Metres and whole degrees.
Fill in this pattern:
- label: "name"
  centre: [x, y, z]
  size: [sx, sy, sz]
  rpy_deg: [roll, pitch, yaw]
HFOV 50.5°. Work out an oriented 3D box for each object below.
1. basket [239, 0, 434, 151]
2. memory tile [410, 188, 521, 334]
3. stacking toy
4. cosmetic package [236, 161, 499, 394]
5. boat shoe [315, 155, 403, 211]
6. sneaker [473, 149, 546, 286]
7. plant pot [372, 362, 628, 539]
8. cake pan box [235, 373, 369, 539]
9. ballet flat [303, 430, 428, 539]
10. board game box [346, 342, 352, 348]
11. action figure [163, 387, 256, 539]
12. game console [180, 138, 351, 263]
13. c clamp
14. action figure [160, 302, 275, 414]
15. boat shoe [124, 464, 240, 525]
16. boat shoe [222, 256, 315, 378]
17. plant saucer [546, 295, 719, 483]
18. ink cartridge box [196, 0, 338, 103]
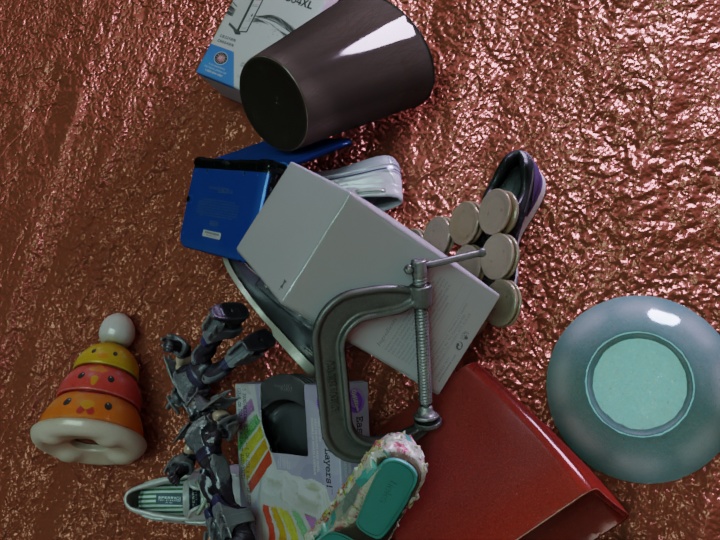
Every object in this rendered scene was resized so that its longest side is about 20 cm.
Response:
- label: "basket"
  centre: [-0.036, -0.234, 0.924]
  size: [0.180, 0.137, 0.200]
  rpy_deg: [38, 50, 18]
- label: "memory tile"
  centre: [0.108, 0.003, 0.869]
  size: [0.199, 0.017, 0.155]
  rpy_deg: [-24, 63, 53]
- label: "stacking toy"
  centre: [-0.347, 0.148, 1.023]
  size: [0.144, 0.146, 0.202]
  rpy_deg: [-10, 57, 18]
- label: "cosmetic package"
  centre: [0.000, 0.000, 0.794]
  size: [0.124, 0.199, 0.199]
  rpy_deg: [-58, 26, 3]
- label: "boat shoe"
  centre: [-0.041, -0.086, 0.972]
  size: [0.198, 0.074, 0.067]
  rpy_deg: [-20, 58, 14]
- label: "sneaker"
  centre: [0.152, -0.043, 0.883]
  size: [0.075, 0.087, 0.202]
  rpy_deg: [15, 83, 23]
- label: "plant pot"
  centre: [0.126, 0.215, 0.781]
  size: [0.199, 0.200, 0.177]
  rpy_deg: [-36, 56, 9]
- label: "cake pan box"
  centre: [-0.064, 0.213, 0.832]
  size: [0.183, 0.052, 0.203]
  rpy_deg: [-6, 84, 44]
- label: "ballet flat"
  centre: [0.000, 0.231, 0.714]
  size: [0.075, 0.064, 0.201]
  rpy_deg: [35, 108, -5]
- label: "board game box"
  centre: [-0.055, 0.004, 0.939]
  size: [0.157, 0.039, 0.202]
  rpy_deg: [-24, 90, 21]
- label: "action figure"
  centre: [-0.168, 0.222, 0.860]
  size: [0.130, 0.069, 0.201]
  rpy_deg: [-50, 52, 40]
- label: "game console"
  centre: [-0.124, -0.096, 0.961]
  size: [0.199, 0.117, 0.173]
  rpy_deg: [12, 91, 53]
- label: "c clamp"
  centre: [0.038, 0.084, 0.708]
  size: [0.169, 0.027, 0.203]
  rpy_deg: [-5, 108, -19]
- label: "action figure"
  centre: [-0.197, 0.121, 0.959]
  size: [0.131, 0.069, 0.200]
  rpy_deg: [52, 123, 10]
- label: "boat shoe"
  centre: [-0.196, 0.283, 0.938]
  size: [0.198, 0.067, 0.074]
  rpy_deg: [-14, 72, 16]
- label: "boat shoe"
  centre: [-0.092, 0.037, 0.909]
  size: [0.063, 0.073, 0.200]
  rpy_deg: [-41, 62, -2]
- label: "plant saucer"
  centre: [0.296, 0.122, 0.812]
  size: [0.199, 0.039, 0.204]
  rpy_deg: [-5, 74, 20]
- label: "ink cartridge box"
  centre: [-0.113, -0.325, 1.058]
  size: [0.145, 0.084, 0.202]
  rpy_deg: [25, 87, 25]
